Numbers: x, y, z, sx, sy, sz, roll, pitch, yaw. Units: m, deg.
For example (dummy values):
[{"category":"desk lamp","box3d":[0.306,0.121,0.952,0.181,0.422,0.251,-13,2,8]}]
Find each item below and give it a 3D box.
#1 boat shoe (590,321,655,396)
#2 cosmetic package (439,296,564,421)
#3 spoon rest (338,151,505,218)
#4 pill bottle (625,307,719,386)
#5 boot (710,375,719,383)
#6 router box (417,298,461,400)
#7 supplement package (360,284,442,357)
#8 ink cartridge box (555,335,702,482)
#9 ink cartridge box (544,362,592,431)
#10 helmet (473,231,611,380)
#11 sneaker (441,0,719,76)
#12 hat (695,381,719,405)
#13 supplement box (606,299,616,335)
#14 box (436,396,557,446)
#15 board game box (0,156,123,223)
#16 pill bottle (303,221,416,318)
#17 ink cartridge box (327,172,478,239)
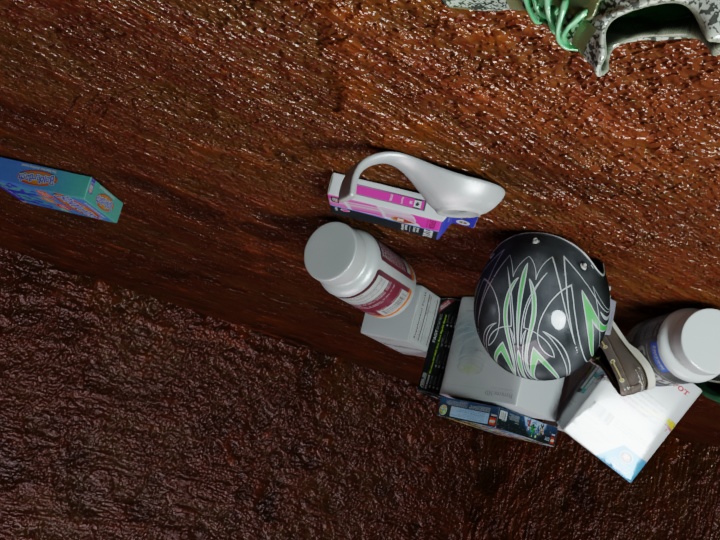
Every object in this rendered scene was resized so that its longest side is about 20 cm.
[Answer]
[{"category":"boat shoe","box3d":[0.402,0.130,1.322,0.059,0.200,0.072,-20,129,-7]},{"category":"cosmetic package","box3d":[0.274,0.161,1.509,0.122,0.201,0.199,22,165,-35]},{"category":"spoon rest","box3d":[0.074,-0.099,0.931,0.199,0.061,0.099,5,174,-22]},{"category":"pill bottle","box3d":[0.500,0.120,1.256,0.113,0.115,0.200,15,168,-1]},{"category":"boot","box3d":[0.613,0.136,1.291,0.199,0.074,0.150,1,164,35]},{"category":"router box","box3d":[0.203,0.172,1.646,0.062,0.201,0.150,8,167,42]},{"category":"supplement package","box3d":[0.107,0.106,1.661,0.116,0.118,0.200,8,166,33]},{"category":"ink cartridge box","box3d":[0.465,0.237,1.426,0.146,0.200,0.146,38,-178,6]},{"category":"ink cartridge box","box3d":[0.423,0.221,1.607,0.044,0.201,0.176,15,169,8]},{"category":"helmet","box3d":[0.246,0.050,1.101,0.199,0.202,0.190,8,-176,28]},{"category":"sneaker","box3d":[0.129,-0.159,0.467,0.199,0.089,0.077,7,166,34]},{"category":"hat","box3d":[0.681,0.264,1.380,0.165,0.177,0.200,-19,-164,-9]},{"category":"supplement box","box3d":[0.306,0.059,1.338,0.199,0.061,0.109,1,161,47]},{"category":"box","box3d":[0.258,0.284,1.509,0.136,0.038,0.199,1,163,46]},{"category":"board game box","box3d":[-0.558,-0.147,1.474,0.199,0.045,0.152,12,168,8]},{"category":"pill bottle","box3d":[0.000,0.000,1.308,0.114,0.115,0.200,7,166,32]},{"category":"ink cartridge box","box3d":[0.056,-0.080,1.069,0.199,0.037,0.095,12,168,4]}]
